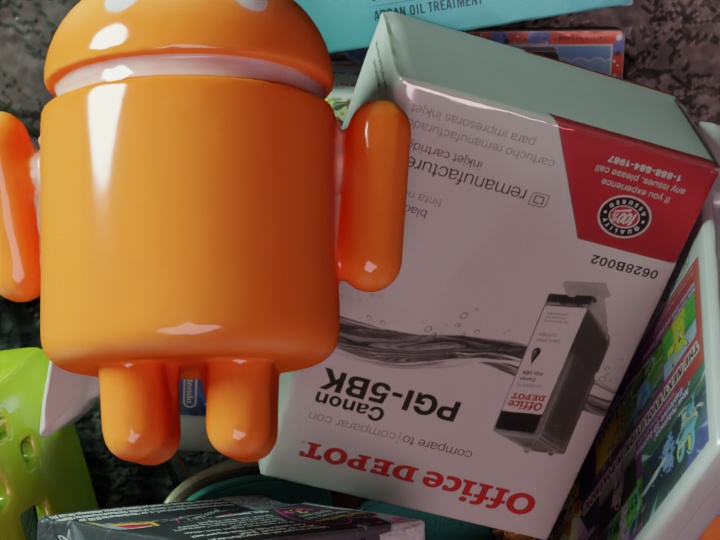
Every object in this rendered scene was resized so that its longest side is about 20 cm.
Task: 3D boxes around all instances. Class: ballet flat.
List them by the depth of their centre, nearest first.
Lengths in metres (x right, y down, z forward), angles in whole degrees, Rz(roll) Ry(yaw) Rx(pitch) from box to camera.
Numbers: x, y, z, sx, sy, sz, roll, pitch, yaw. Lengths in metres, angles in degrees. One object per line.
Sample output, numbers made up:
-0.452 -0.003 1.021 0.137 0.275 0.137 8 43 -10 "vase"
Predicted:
-0.023 0.123 0.790 0.199 0.069 0.070 8 113 -33 "ballet flat"

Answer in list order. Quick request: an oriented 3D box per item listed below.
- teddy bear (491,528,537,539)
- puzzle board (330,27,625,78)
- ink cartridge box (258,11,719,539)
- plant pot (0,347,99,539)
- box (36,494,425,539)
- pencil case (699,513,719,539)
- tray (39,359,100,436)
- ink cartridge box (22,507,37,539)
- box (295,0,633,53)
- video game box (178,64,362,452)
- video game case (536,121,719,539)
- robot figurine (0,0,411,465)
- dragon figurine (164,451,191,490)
0.104 0.176 0.786 0.199 0.146 0.067 10 143 -35 "teddy bear"
0.030 -0.044 0.782 0.199 0.017 0.152 -1 112 -3 "puzzle board"
0.049 0.007 0.695 0.146 0.083 0.201 14 116 -11 "ink cartridge box"
-0.230 0.162 0.688 0.198 0.182 0.201 -12 98 10 "plant pot"
-0.051 0.202 0.648 0.132 0.114 0.201 2 89 -44 "box"
0.189 0.050 0.793 0.088 0.088 0.201 -8 111 0 "pencil case"
-0.108 -0.027 0.695 0.022 0.107 0.201 10 87 -4 "tray"
-0.242 0.164 0.829 0.145 0.048 0.201 -12 112 1 "ink cartridge box"
0.017 -0.137 0.710 0.199 0.082 0.049 -9 113 1 "box"
0.000 0.000 0.761 0.181 0.047 0.201 1 118 -6 "video game box"
0.122 0.065 0.698 0.023 0.183 0.200 15 136 -7 "video game case"
-0.067 -0.028 0.596 0.143 0.116 0.201 -8 78 39 "robot figurine"
-0.113 0.174 0.812 0.099 0.059 0.201 -22 138 -13 "dragon figurine"
